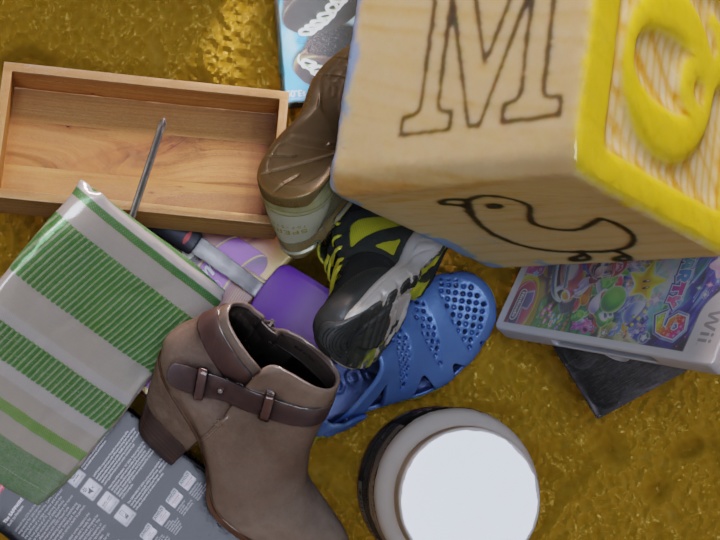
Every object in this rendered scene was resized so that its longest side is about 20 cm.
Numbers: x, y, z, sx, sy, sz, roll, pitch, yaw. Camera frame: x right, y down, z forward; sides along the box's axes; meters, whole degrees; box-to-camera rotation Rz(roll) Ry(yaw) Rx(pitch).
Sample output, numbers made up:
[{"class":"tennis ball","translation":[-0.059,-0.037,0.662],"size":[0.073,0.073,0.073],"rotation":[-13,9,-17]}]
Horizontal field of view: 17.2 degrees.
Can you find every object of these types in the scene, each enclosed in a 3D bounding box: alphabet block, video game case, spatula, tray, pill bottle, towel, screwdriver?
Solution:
[{"class":"alphabet block","translation":[0.124,-0.122,1.570],"size":[0.195,0.199,0.198],"rotation":[21,71,-47]},{"class":"video game case","translation":[0.197,-0.007,1.660],"size":[0.018,0.199,0.144],"rotation":[39,70,-40]},{"class":"spatula","translation":[-0.101,-0.009,1.660],"size":[0.199,0.021,0.057],"rotation":[35,84,1]},{"class":"tray","translation":[-0.153,-0.082,1.647],"size":[0.198,0.037,0.100],"rotation":[6,71,-4]},{"class":"pill bottle","translation":[0.061,0.152,1.633],"size":[0.115,0.200,0.118],"rotation":[0,87,-6]},{"class":"towel","translation":[-0.202,0.052,1.603],"size":[0.200,0.023,0.152],"rotation":[-49,130,2]},{"class":"screwdriver","translation":[-0.163,-0.015,1.623],"size":[0.028,0.029,0.201],"rotation":[17,108,-8]}]

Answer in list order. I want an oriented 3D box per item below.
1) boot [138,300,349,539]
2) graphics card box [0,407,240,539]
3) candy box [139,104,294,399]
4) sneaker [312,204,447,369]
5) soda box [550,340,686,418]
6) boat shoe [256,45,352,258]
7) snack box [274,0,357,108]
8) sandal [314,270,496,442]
[{"class":"boot","translation":[-0.057,0.111,1.619],"size":[0.199,0.146,0.070],"rotation":[35,41,-12]},{"class":"graphics card box","translation":[-0.165,0.175,1.687],"size":[0.199,0.051,0.126],"rotation":[37,84,-1]},{"class":"candy box","translation":[-0.119,-0.014,1.698],"size":[0.117,0.056,0.200],"rotation":[43,83,0]},{"class":"sneaker","translation":[0.000,0.000,1.638],"size":[0.084,0.200,0.075],"rotation":[28,120,9]},{"class":"soda box","translation":[0.237,0.025,1.681],"size":[0.199,0.063,0.071],"rotation":[-31,92,22]},{"class":"boat shoe","translation":[-0.005,-0.093,1.650],"size":[0.073,0.063,0.201],"rotation":[13,46,23]},{"class":"snack box","translation":[0.038,-0.183,1.730],"size":[0.198,0.037,0.117],"rotation":[-4,88,-6]},{"class":"sandal","translation":[0.012,0.067,1.692],"size":[0.199,0.087,0.080],"rotation":[-33,88,-8]}]
